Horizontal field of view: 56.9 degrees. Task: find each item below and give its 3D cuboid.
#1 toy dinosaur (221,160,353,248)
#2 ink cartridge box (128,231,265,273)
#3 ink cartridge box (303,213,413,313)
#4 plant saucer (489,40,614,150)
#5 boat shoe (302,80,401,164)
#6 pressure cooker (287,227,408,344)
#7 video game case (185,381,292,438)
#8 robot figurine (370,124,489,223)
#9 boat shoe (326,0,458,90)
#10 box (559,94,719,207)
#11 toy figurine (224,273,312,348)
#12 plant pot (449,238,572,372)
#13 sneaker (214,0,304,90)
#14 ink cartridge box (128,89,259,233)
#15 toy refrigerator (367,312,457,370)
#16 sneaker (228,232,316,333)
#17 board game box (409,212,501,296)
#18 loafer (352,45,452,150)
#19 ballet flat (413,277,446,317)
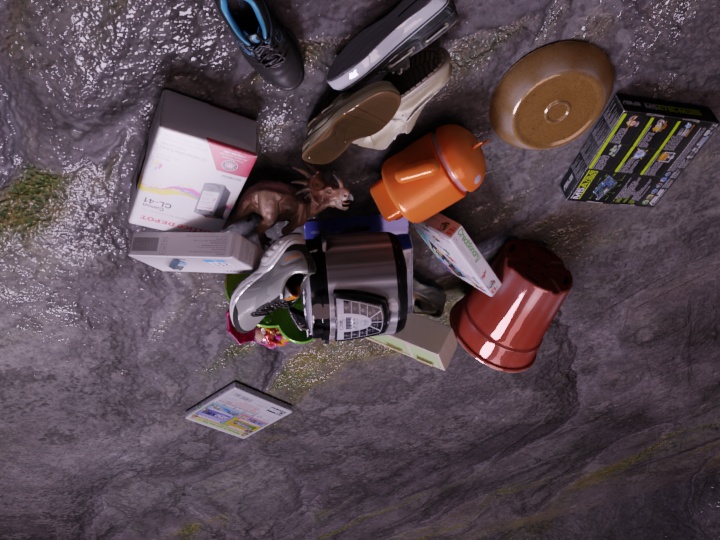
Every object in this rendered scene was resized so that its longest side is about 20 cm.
[{"bbox_3d":[-0.123,-0.113,1.056,0.197,0.087,0.136,-3,141,-23],"label":"toy dinosaur"},{"bbox_3d":[-0.245,-0.019,1.090,0.197,0.046,0.176,2,166,23],"label":"ink cartridge box"},{"bbox_3d":[0.000,0.000,1.219,0.194,0.047,0.203,-7,123,-5],"label":"ink cartridge box"},{"bbox_3d":[0.301,-0.256,1.030,0.196,0.036,0.202,-6,141,-5],"label":"plant saucer"},{"bbox_3d":[-0.020,-0.220,0.940,0.071,0.066,0.199,10,156,-35],"label":"boat shoe"},{"bbox_3d":[-0.029,0.029,1.108,0.196,0.179,0.179,-3,169,-7],"label":"pressure cooker"},{"bbox_3d":[-0.300,0.350,1.647,0.181,0.022,0.199,-32,137,24],"label":"video game case"},{"bbox_3d":[0.113,-0.152,1.049,0.198,0.118,0.144,-30,137,22],"label":"robot figurine"},{"bbox_3d":[0.046,-0.297,0.891,0.198,0.073,0.071,-32,133,21],"label":"boat shoe"},{"bbox_3d":[0.471,-0.196,1.135,0.190,0.048,0.201,4,140,-14],"label":"box"},{"bbox_3d":[-0.180,0.089,1.254,0.200,0.150,0.184,43,145,3],"label":"toy figurine"},{"bbox_3d":[0.305,0.059,1.305,0.197,0.203,0.197,8,130,-22],"label":"plant pot"},{"bbox_3d":[-0.132,-0.296,0.847,0.072,0.083,0.200,-23,141,13],"label":"sneaker"},{"bbox_3d":[-0.253,-0.149,0.996,0.145,0.087,0.201,12,136,-25],"label":"ink cartridge box"},{"bbox_3d":[0.088,0.127,1.333,0.198,0.071,0.076,19,156,28],"label":"toy refrigerator"},{"bbox_3d":[-0.139,0.034,1.032,0.073,0.080,0.201,-4,141,-50],"label":"sneaker"},{"bbox_3d":[0.167,-0.038,1.195,0.035,0.126,0.200,-49,136,-5],"label":"board game box"},{"bbox_3d":[0.063,-0.245,0.965,0.068,0.077,0.199,23,140,-36],"label":"loafer"},{"bbox_3d":[0.098,0.047,1.322,0.198,0.065,0.067,24,157,-36],"label":"ballet flat"}]
